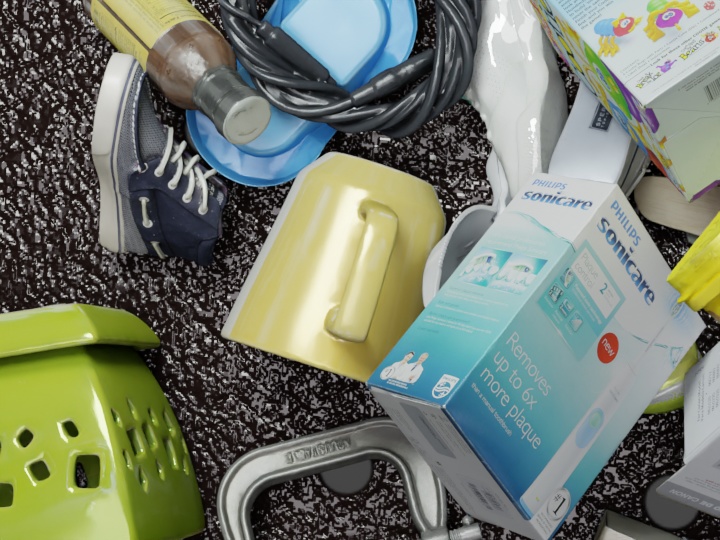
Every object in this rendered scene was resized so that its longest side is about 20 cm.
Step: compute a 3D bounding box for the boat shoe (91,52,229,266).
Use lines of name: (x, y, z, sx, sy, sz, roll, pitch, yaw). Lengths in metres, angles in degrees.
boat shoe: (-0.142, -0.079, 1.436, 0.093, 0.200, 0.075, 12, 57, 3)

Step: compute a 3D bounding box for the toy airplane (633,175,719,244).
toy airplane: (0.320, -0.039, 1.390, 0.200, 0.141, 0.199, 47, 130, -1)

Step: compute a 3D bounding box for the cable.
cable: (-0.012, -0.183, 1.422, 0.200, 0.051, 0.164, 10, 100, 5)

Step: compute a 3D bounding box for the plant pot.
plant pot: (-0.240, 0.123, 1.449, 0.199, 0.200, 0.182, -9, 85, 9)

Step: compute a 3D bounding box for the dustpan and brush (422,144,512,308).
dustpan and brush: (0.099, -0.015, 1.415, 0.139, 0.200, 0.057, 32, 122, -33)

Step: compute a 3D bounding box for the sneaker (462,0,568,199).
sneaker: (0.101, -0.134, 1.442, 0.088, 0.075, 0.200, -9, 77, 20)

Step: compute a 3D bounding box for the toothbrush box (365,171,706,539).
toothbrush box: (0.121, 0.056, 1.317, 0.200, 0.085, 0.146, -50, 125, -21)

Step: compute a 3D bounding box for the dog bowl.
dog bowl: (-0.041, -0.152, 1.472, 0.111, 0.050, 0.200, 44, 99, 4)

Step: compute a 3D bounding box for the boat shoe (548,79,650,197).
boat shoe: (0.192, -0.122, 1.431, 0.073, 0.065, 0.200, 24, 76, 24)

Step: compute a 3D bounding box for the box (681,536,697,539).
box: (0.292, 0.306, 1.408, 0.198, 0.050, 0.200, 13, 97, -20)

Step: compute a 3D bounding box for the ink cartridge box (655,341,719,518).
ink cartridge box: (0.331, 0.115, 1.367, 0.200, 0.084, 0.176, 23, 139, -15)

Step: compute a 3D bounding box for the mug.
mug: (0.003, 0.001, 1.421, 0.186, 0.149, 0.153, 15, 86, 52)

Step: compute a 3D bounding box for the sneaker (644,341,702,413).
sneaker: (0.152, 0.073, 1.456, 0.200, 0.076, 0.105, -16, 73, 10)

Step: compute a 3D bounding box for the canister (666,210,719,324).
canister: (0.309, 0.026, 1.243, 0.200, 0.149, 0.087, 44, 138, 2)

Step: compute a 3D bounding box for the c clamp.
c clamp: (-0.006, 0.196, 1.471, 0.200, 0.027, 0.171, -9, 72, 3)

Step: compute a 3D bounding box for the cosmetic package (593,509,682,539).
cosmetic package: (0.191, 0.290, 1.452, 0.105, 0.071, 0.200, 20, 96, 6)

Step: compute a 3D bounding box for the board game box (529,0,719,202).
board game box: (0.199, -0.159, 1.321, 0.105, 0.103, 0.200, -34, 45, 1)

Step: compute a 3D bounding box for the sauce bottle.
sauce bottle: (-0.133, -0.158, 1.430, 0.065, 0.065, 0.200, -49, 51, 8)
